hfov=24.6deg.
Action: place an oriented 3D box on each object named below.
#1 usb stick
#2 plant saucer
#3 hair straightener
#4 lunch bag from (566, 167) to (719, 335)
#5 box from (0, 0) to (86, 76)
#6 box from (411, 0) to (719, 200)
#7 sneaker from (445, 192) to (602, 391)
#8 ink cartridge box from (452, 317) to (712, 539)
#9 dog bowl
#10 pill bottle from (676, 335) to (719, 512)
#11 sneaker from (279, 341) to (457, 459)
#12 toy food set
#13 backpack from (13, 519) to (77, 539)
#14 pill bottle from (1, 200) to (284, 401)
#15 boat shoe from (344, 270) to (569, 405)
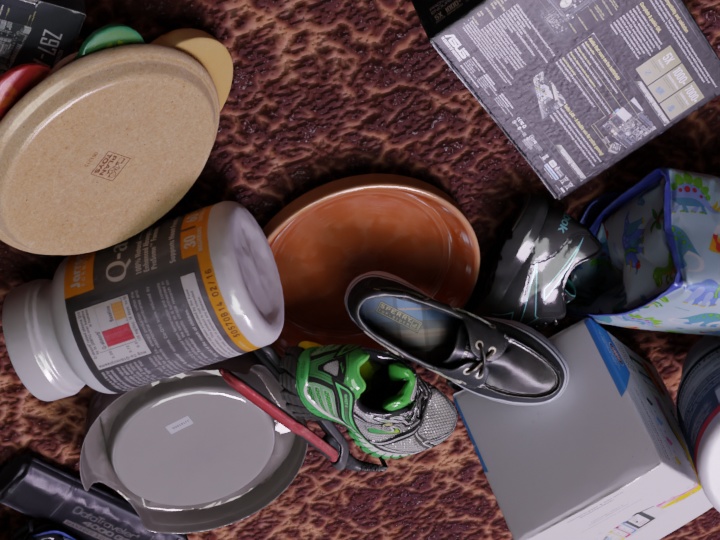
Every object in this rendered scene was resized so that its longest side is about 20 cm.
[{"bbox_3d":[-0.241,0.220,1.487,0.199,0.033,0.055,33,108,-36],"label":"usb stick"},{"bbox_3d":[0.000,0.000,1.366,0.198,0.032,0.201,-9,133,-9],"label":"plant saucer"},{"bbox_3d":[-0.032,0.109,1.384,0.200,0.041,0.077,42,80,-36],"label":"hair straightener"},{"bbox_3d":[0.277,-0.002,1.386,0.169,0.129,0.200,5,158,-20],"label":"lunch bag"},{"bbox_3d":[-0.300,-0.130,1.156,0.159,0.044,0.201,11,126,-25],"label":"box"},{"bbox_3d":[0.155,-0.177,1.219,0.163,0.086,0.200,-34,131,14],"label":"box"},{"bbox_3d":[0.132,0.033,1.390,0.079,0.076,0.201,23,124,-3],"label":"sneaker"},{"bbox_3d":[0.203,0.158,1.446,0.144,0.148,0.200,-32,152,15],"label":"ink cartridge box"},{"bbox_3d":[-0.147,0.140,1.426,0.198,0.059,0.201,-9,131,-10],"label":"dog bowl"},{"bbox_3d":[0.333,0.126,1.408,0.118,0.200,0.121,1,108,3],"label":"pill bottle"},{"bbox_3d":[0.022,0.111,1.366,0.085,0.079,0.199,-3,164,37],"label":"sneaker"},{"bbox_3d":[-0.189,-0.091,1.179,0.197,0.049,0.201,-3,136,-44],"label":"toy food set"},{"bbox_3d":[-0.284,0.343,1.498,0.182,0.148,0.200,-25,141,24],"label":"backpack"},{"bbox_3d":[-0.168,0.028,1.275,0.198,0.117,0.117,-18,134,14],"label":"pill bottle"},{"bbox_3d":[0.078,0.062,1.335,0.199,0.057,0.069,23,101,-6],"label":"boat shoe"}]
